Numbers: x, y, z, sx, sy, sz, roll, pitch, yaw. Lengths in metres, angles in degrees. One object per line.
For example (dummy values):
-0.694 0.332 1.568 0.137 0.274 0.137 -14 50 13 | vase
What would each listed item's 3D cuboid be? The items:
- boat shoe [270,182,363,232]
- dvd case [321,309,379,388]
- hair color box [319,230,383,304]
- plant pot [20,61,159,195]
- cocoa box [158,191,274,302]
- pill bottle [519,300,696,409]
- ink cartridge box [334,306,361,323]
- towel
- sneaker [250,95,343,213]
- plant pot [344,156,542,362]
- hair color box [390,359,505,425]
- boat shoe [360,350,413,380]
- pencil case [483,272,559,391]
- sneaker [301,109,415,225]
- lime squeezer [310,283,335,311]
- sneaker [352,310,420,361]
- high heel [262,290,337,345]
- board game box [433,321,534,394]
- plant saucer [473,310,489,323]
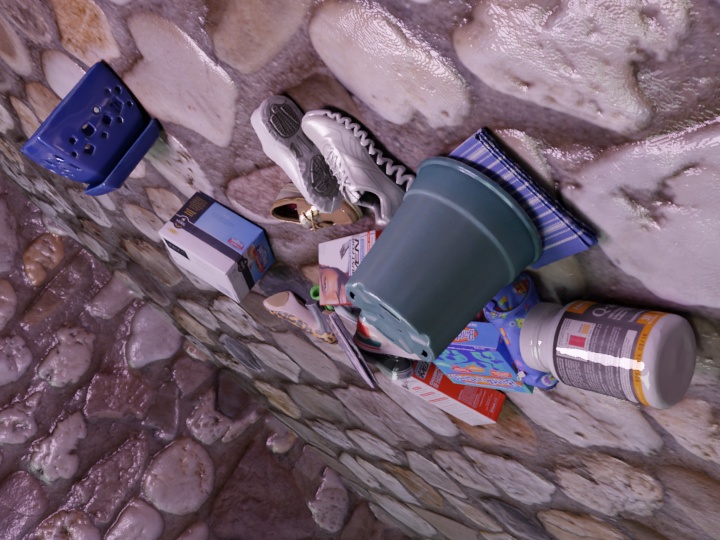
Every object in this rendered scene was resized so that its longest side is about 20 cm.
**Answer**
-0.077 -0.098 1.213 0.199 0.067 0.074 12 146 48 | boat shoe
-0.023 0.142 1.345 0.150 0.016 0.200 59 172 -2 | dvd case
0.000 0.000 1.193 0.063 0.112 0.200 1 175 -28 | hair color box
-0.529 -0.266 1.432 0.180 0.201 0.199 41 158 -25 | plant pot
-0.312 -0.053 1.572 0.199 0.132 0.134 30 157 21 | cocoa box
0.313 0.101 0.928 0.199 0.117 0.117 10 144 49 | pill bottle
0.029 0.092 1.447 0.198 0.041 0.201 26 155 27 | ink cartridge box
0.189 -0.084 0.902 0.200 0.024 0.145 42 160 -5 | towel
-0.096 -0.176 1.105 0.201 0.078 0.099 58 159 -20 | sneaker
0.095 -0.003 0.921 0.200 0.196 0.200 37 166 11 | plant pot
0.172 0.233 1.421 0.199 0.064 0.111 28 159 -9 | hair color box
0.037 0.147 1.393 0.200 0.071 0.068 -147 44 -63 | boat shoe
0.244 0.092 1.062 0.201 0.087 0.078 57 172 -35 | pencil case
-0.010 -0.146 1.006 0.200 0.081 0.075 40 160 0 | sneaker
-0.082 0.062 1.523 0.200 0.037 0.071 136 117 -84 | lime squeezer
0.088 0.102 1.287 0.198 0.071 0.094 7 120 -2 | sneaker
-0.144 0.122 1.721 0.199 0.072 0.143 3 133 41 | high heel
0.192 0.143 1.194 0.151 0.045 0.200 2 154 33 | board game box
0.123 0.041 1.195 0.200 0.051 0.201 32 158 15 | plant saucer
